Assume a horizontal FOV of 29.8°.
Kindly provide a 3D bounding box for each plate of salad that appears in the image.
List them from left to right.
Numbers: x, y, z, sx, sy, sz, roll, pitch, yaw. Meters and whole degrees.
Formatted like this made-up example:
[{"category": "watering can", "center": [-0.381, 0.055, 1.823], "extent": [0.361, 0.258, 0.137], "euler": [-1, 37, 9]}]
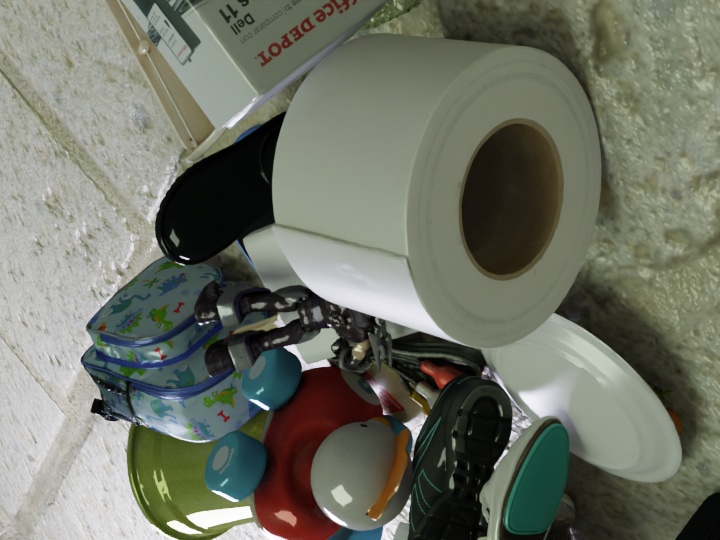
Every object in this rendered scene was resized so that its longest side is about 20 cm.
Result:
[{"category": "plate of salad", "center": [0.179, 0.093, 1.097], "extent": [0.199, 0.048, 0.201], "euler": [36, 157, 18]}]

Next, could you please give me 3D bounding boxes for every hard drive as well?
[{"category": "hard drive", "center": [0.000, 0.000, 1.188], "extent": [0.198, 0.027, 0.133], "euler": [-19, 103, 38]}]

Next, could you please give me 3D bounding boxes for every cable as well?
[{"category": "cable", "center": [0.036, 0.087, 1.240], "extent": [0.198, 0.051, 0.098], "euler": [24, 139, 5]}]

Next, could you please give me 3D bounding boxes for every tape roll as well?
[{"category": "tape roll", "center": [0.056, -0.059, 0.946], "extent": [0.138, 0.202, 0.205], "euler": [15, 135, 45]}]

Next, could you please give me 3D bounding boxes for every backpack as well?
[{"category": "backpack", "center": [-0.188, 0.085, 1.461], "extent": [0.198, 0.183, 0.148], "euler": [16, 137, 39]}]

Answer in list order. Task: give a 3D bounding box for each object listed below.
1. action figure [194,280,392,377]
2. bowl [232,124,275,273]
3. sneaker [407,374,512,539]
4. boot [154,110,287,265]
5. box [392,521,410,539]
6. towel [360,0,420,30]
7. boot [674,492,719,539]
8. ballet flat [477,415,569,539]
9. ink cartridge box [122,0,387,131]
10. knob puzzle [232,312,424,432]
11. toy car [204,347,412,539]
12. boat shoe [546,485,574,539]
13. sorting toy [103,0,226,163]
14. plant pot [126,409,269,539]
[{"category": "action figure", "center": [-0.046, 0.035, 1.177], "extent": [0.197, 0.069, 0.132], "euler": [-9, 103, 21]}, {"category": "bowl", "center": [-0.062, -0.042, 1.290], "extent": [0.200, 0.039, 0.202], "euler": [35, 146, 27]}, {"category": "sneaker", "center": [0.079, 0.187, 1.175], "extent": [0.074, 0.203, 0.079], "euler": [16, -176, -23]}, {"category": "boot", "center": [-0.065, -0.078, 1.107], "extent": [0.074, 0.198, 0.162], "euler": [57, 156, -18]}, {"category": "box", "center": [0.136, 0.338, 1.238], "extent": [0.198, 0.132, 0.198], "euler": [11, 165, 38]}, {"category": "towel", "center": [-0.042, -0.245, 1.043], "extent": [0.199, 0.036, 0.150], "euler": [0, 124, 54]}, {"category": "boot", "center": [0.240, 0.249, 1.057], "extent": [0.199, 0.168, 0.077], "euler": [-14, 113, 53]}, {"category": "ballet flat", "center": [0.121, 0.215, 1.116], "extent": [0.069, 0.069, 0.203], "euler": [10, 92, 49]}, {"category": "ink cartridge box", "center": [-0.095, -0.224, 0.954], "extent": [0.201, 0.146, 0.083], "euler": [53, 152, -8]}, {"category": "knob puzzle", "center": [-0.008, 0.093, 1.350], "extent": [0.217, 0.031, 0.221], "euler": [19, 146, 14]}, {"category": "toy car", "center": [-0.006, 0.171, 1.248], "extent": [0.183, 0.179, 0.199], "euler": [34, 155, -28]}, {"category": "boat shoe", "center": [0.157, 0.216, 1.251], "extent": [0.201, 0.074, 0.073], "euler": [99, 163, -65]}, {"category": "sorting toy", "center": [-0.129, -0.206, 1.087], "extent": [0.202, 0.106, 0.180], "euler": [62, 163, -8]}, {"category": "plant pot", "center": [-0.134, 0.209, 1.539], "extent": [0.183, 0.200, 0.202], "euler": [-8, 117, 45]}]
